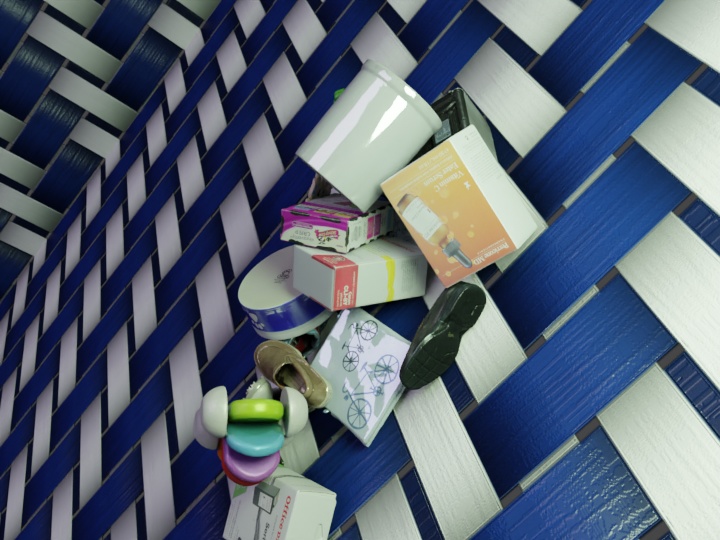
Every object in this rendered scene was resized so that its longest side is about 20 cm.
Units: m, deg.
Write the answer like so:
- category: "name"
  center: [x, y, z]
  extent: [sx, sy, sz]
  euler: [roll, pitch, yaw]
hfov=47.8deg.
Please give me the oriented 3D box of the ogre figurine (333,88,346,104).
- category: "ogre figurine"
  center: [-0.005, -0.236, 1.539]
  extent: [0.098, 0.120, 0.201]
  euler: [-36, 59, 18]

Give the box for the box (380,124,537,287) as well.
- category: "box"
  center: [0.158, -0.102, 1.301]
  extent: [0.152, 0.200, 0.106]
  euler: [-32, 2, 35]

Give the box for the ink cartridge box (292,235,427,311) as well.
- category: "ink cartridge box"
  center: [0.000, 0.000, 1.435]
  extent: [0.145, 0.199, 0.084]
  euler: [26, 119, 53]

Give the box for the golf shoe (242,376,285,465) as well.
- category: "golf shoe"
  center: [-0.169, 0.287, 1.509]
  extent: [0.097, 0.078, 0.201]
  euler: [24, 129, 25]

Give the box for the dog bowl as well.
- category: "dog bowl"
  center: [-0.132, 0.037, 1.565]
  extent: [0.199, 0.079, 0.200]
  euler: [-19, 33, 13]

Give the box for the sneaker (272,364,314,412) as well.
- category: "sneaker"
  center: [-0.099, 0.216, 1.517]
  extent: [0.200, 0.088, 0.074]
  euler: [-35, 39, 30]

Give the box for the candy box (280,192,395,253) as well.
- category: "candy box"
  center: [-0.037, -0.089, 1.472]
  extent: [0.136, 0.200, 0.061]
  euler: [12, 109, 25]

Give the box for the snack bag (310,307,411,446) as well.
- category: "snack bag"
  center: [-0.004, 0.175, 1.422]
  extent: [0.200, 0.021, 0.189]
  euler: [33, 94, 39]

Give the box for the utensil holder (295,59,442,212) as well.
- category: "utensil holder"
  center: [0.010, -0.224, 1.373]
  extent: [0.200, 0.170, 0.170]
  euler: [-49, 34, 2]

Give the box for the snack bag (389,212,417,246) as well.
- category: "snack bag"
  center: [0.127, -0.119, 1.530]
  extent: [0.200, 0.021, 0.189]
  euler: [-34, 41, 34]

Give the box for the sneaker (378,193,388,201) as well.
- category: "sneaker"
  center: [0.007, -0.090, 1.628]
  extent: [0.200, 0.073, 0.082]
  euler: [-48, 11, 33]

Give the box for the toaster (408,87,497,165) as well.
- category: "toaster"
  center: [0.144, -0.197, 1.452]
  extent: [0.180, 0.119, 0.201]
  euler: [-29, 44, 27]

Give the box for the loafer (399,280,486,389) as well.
- category: "loafer"
  center: [0.126, 0.104, 1.328]
  extent: [0.200, 0.073, 0.072]
  euler: [-52, 26, -4]

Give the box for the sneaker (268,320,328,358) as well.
- category: "sneaker"
  center: [-0.097, 0.120, 1.570]
  extent: [0.095, 0.079, 0.200]
  euler: [0, 46, 49]

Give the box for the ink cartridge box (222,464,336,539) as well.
- category: "ink cartridge box"
  center: [-0.143, 0.424, 1.401]
  extent: [0.200, 0.084, 0.146]
  euler: [6, 81, 54]

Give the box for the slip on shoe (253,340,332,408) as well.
- category: "slip on shoe"
  center: [-0.134, 0.180, 1.452]
  extent: [0.200, 0.060, 0.076]
  euler: [35, 97, 40]

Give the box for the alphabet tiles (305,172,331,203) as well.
- category: "alphabet tiles"
  center: [-0.082, -0.152, 1.593]
  extent: [0.196, 0.015, 0.201]
  euler: [-1, -70, -84]

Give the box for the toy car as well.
- category: "toy car"
  center: [-0.185, 0.281, 1.358]
  extent: [0.200, 0.174, 0.151]
  euler: [126, 144, -59]
